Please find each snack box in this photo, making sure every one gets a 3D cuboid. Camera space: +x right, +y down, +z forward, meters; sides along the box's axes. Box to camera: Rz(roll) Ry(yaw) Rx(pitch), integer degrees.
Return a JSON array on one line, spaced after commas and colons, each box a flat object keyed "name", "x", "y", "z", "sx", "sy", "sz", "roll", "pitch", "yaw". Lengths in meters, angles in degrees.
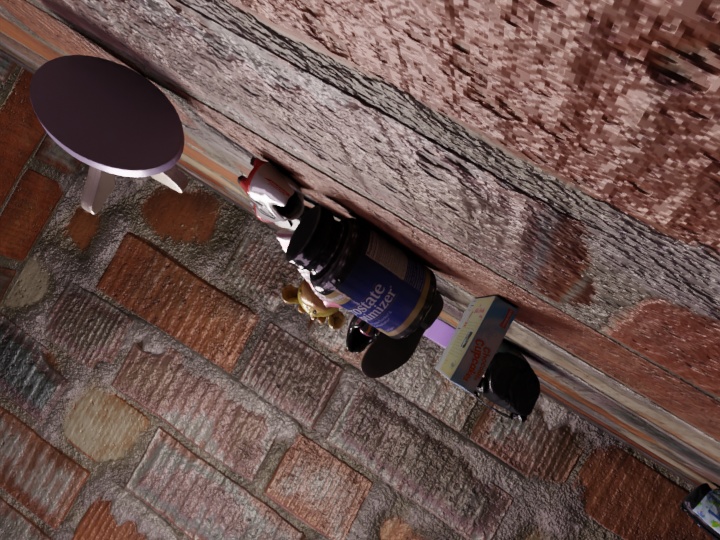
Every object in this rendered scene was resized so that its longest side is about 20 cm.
[{"name": "snack box", "x": 0.150, "y": 0.095, "z": 0.945, "sx": 0.037, "sy": 0.118, "sz": 0.200, "roll": 29, "pitch": 178, "yaw": 3}]

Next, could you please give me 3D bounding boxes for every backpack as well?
[{"name": "backpack", "x": 0.271, "y": 0.205, "z": 1.476, "sx": 0.167, "sy": 0.127, "sz": 0.199, "roll": 45, "pitch": 172, "yaw": -27}, {"name": "backpack", "x": 0.938, "y": 0.638, "z": 1.804, "sx": 0.202, "sy": 0.153, "sz": 0.163, "roll": 55, "pitch": -171, "yaw": 32}]

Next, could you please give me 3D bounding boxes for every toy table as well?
[{"name": "toy table", "x": -0.310, "y": -0.174, "z": 0.903, "sx": 0.199, "sy": 0.185, "sz": 0.117, "roll": 39, "pitch": 161, "yaw": 6}]

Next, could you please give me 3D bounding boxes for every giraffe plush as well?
[{"name": "giraffe plush", "x": -0.065, "y": 0.009, "z": 1.294, "sx": 0.170, "sy": 0.165, "sz": 0.200, "roll": 29, "pitch": 176, "yaw": 28}]

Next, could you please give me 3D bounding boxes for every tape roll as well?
[{"name": "tape roll", "x": 0.295, "y": 0.225, "z": 2.223, "sx": 0.197, "sy": 0.067, "sz": 0.200, "roll": 32, "pitch": 178, "yaw": 1}]

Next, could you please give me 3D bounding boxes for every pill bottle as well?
[{"name": "pill bottle", "x": 0.000, "y": 0.000, "z": 0.971, "sx": 0.198, "sy": 0.114, "sz": 0.112, "roll": 32, "pitch": 177, "yaw": -22}]

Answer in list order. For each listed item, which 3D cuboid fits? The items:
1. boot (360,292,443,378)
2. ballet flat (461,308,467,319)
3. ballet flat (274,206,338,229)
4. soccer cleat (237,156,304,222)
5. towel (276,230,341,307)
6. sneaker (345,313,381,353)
[{"name": "boot", "x": 0.070, "y": 0.114, "z": 1.316, "sx": 0.074, "sy": 0.200, "sz": 0.075, "roll": 45, "pitch": 174, "yaw": -22}, {"name": "ballet flat", "x": 0.200, "y": 0.110, "z": 1.208, "sx": 0.071, "sy": 0.073, "sz": 0.200, "roll": 30, "pitch": 176, "yaw": 14}, {"name": "ballet flat", "x": -0.061, "y": -0.077, "z": 1.120, "sx": 0.196, "sy": 0.057, "sz": 0.067, "roll": 25, "pitch": 153, "yaw": 21}, {"name": "soccer cleat", "x": -0.114, "y": -0.097, "z": 1.008, "sx": 0.084, "sy": 0.069, "sz": 0.200, "roll": 35, "pitch": 173, "yaw": 10}, {"name": "towel", "x": -0.035, "y": -0.001, "z": 1.134, "sx": 0.143, "sy": 0.030, "sz": 0.201, "roll": 3, "pitch": 144, "yaw": 30}, {"name": "sneaker", "x": 0.029, "y": 0.073, "z": 1.236, "sx": 0.079, "sy": 0.203, "sz": 0.087, "roll": 23, "pitch": -142, "yaw": -1}]
